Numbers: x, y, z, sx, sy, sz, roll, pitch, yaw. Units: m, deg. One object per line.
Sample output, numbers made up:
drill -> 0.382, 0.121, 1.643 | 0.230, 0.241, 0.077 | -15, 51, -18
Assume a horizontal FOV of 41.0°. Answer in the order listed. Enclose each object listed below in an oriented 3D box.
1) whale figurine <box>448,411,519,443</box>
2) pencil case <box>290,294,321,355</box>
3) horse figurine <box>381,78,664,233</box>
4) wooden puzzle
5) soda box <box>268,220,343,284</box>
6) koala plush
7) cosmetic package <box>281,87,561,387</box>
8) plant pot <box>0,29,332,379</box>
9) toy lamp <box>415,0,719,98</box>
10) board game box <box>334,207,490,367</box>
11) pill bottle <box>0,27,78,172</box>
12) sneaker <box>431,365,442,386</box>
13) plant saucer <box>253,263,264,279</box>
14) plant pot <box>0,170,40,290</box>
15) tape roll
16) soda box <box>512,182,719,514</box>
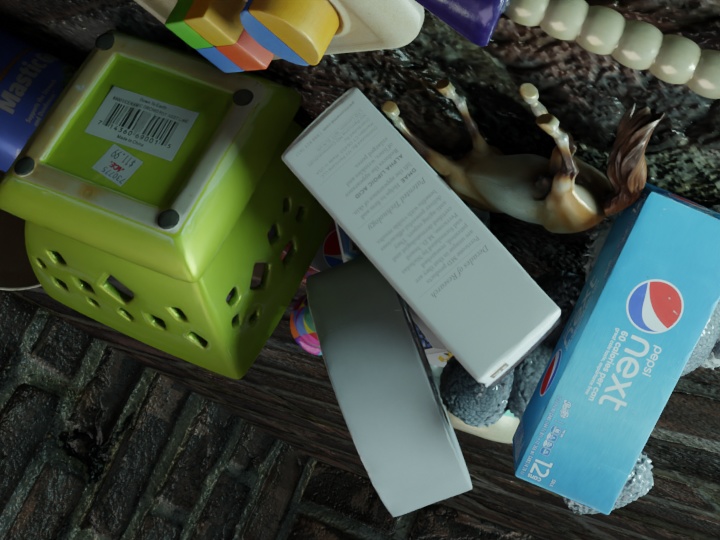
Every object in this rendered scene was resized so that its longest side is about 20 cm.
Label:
whale figurine -> 0.162, 0.137, 1.148 | 0.159, 0.104, 0.200 | 16, -174, 25
pencil case -> -0.019, 0.056, 1.133 | 0.088, 0.088, 0.200 | 29, 166, -16
horse figurine -> 0.105, -0.067, 0.620 | 0.200, 0.050, 0.133 | 12, 153, 45
wooden puzzle -> -0.089, -0.174, 0.561 | 0.185, 0.046, 0.200 | 36, 160, -35
soda box -> 0.000, 0.000, 0.958 | 0.200, 0.063, 0.070 | 29, 163, -13
koala plush -> 0.194, 0.048, 0.724 | 0.177, 0.184, 0.200 | 37, 142, -2
cosmetic package -> 0.044, -0.020, 0.645 | 0.200, 0.074, 0.102 | 47, -176, 13
plant pot -> -0.147, -0.062, 0.752 | 0.200, 0.199, 0.182 | 21, 157, 15
toy lamp -> 0.117, -0.112, 0.450 | 0.200, 0.058, 0.058 | 21, 164, 2
board game box -> 0.052, 0.015, 0.853 | 0.126, 0.035, 0.200 | 11, 143, 17
pill bottle -> -0.314, -0.150, 0.842 | 0.200, 0.112, 0.112 | 27, 164, -4
sneaker -> 0.064, 0.080, 1.120 | 0.075, 0.079, 0.200 | 24, -175, -17
plant saucer -> -0.159, -0.043, 1.086 | 0.200, 0.029, 0.200 | 23, 164, 7
plant pot -> -0.338, -0.092, 0.982 | 0.200, 0.200, 0.134 | 25, -167, -2
tape roll -> 0.023, 0.086, 0.756 | 0.066, 0.200, 0.200 | -21, 155, 4
soda box -> 0.168, 0.048, 0.617 | 0.068, 0.200, 0.064 | 23, -165, 2
